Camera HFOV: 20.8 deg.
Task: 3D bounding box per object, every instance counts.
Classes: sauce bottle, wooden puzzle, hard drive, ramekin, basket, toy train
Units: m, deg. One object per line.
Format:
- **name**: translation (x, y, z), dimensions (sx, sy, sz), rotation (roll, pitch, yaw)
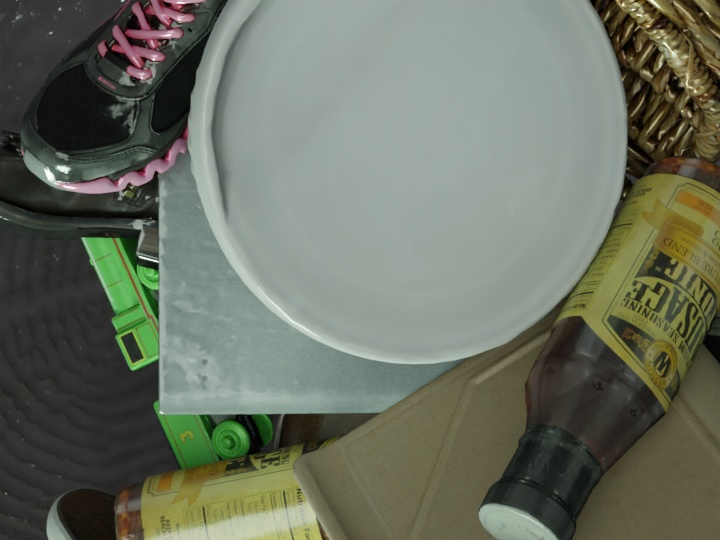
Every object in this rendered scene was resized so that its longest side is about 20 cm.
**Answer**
- **sauce bottle**: translation (-0.022, 0.119, 0.992), dimensions (0.199, 0.066, 0.066), rotation (-12, 92, 6)
- **wooden puzzle**: translation (0.091, 0.105, 0.895), dimensions (0.200, 0.037, 0.185), rotation (-29, 47, -6)
- **hard drive**: translation (0.000, 0.000, 0.970), dimensions (0.199, 0.033, 0.140), rotation (0, 89, -6)
- **ramekin**: translation (0.013, -0.064, 0.891), dimensions (0.202, 0.094, 0.203), rotation (-2, 97, -18)
- **basket**: translation (0.107, -0.131, 0.933), dimensions (0.200, 0.143, 0.149), rotation (42, 103, 7)
- **toy train**: translation (-0.108, 0.020, 1.057), dimensions (0.056, 0.042, 0.201), rotation (-25, 88, 26)
- **sauce bottle**: translation (0.115, 0.039, 0.877), dimensions (0.066, 0.066, 0.200), rotation (25, 62, 11)

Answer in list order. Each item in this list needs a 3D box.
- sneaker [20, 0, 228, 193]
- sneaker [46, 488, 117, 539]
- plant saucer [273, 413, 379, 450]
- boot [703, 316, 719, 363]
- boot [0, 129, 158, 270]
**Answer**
- **sneaker**: translation (-0.085, -0.120, 0.926), dimensions (0.079, 0.095, 0.200), rotation (37, 65, 19)
- **sneaker**: translation (-0.106, 0.207, 1.056), dimensions (0.200, 0.073, 0.085), rotation (43, 121, 16)
- **plant saucer**: translation (0.053, 0.105, 1.027), dimensions (0.199, 0.032, 0.201), rotation (2, 96, 14)
- **boot**: translation (0.184, 0.113, 0.910), dimensions (0.203, 0.074, 0.154), rotation (27, 66, 40)
- **boot**: translation (-0.123, -0.096, 1.006), dimensions (0.199, 0.069, 0.175), rotation (15, 84, -14)
